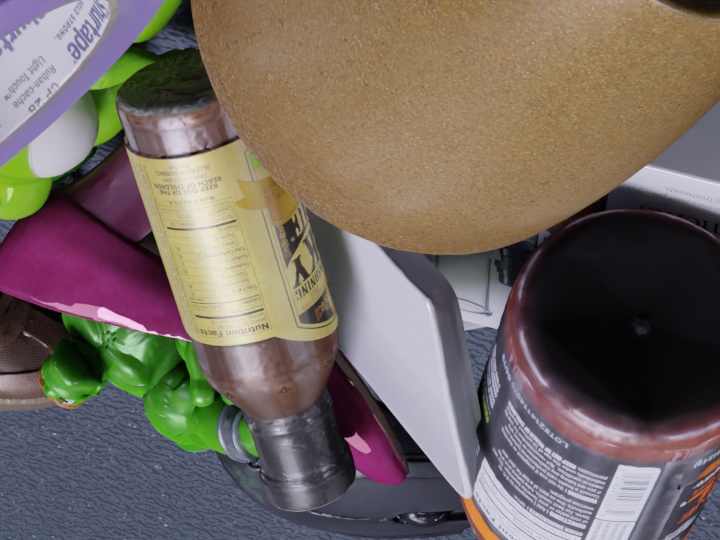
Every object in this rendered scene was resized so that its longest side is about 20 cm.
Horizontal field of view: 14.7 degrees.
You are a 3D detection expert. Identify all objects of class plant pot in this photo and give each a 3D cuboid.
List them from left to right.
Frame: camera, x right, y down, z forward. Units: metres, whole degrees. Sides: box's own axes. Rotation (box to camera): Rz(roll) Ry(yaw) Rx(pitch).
[{"bbox_3d":[0.063,-0.109,0.905,0.186,0.187,0.200,29,164,-16],"label":"plant pot"}]

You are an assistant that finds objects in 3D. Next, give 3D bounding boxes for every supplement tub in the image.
[{"bbox_3d":[0.098,0.065,1.143,0.107,0.107,0.200,17,151,2],"label":"supplement tub"}]

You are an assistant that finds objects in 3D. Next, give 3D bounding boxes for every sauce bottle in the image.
[{"bbox_3d":[-0.045,0.007,1.154,0.064,0.065,0.201,1,123,27],"label":"sauce bottle"}]

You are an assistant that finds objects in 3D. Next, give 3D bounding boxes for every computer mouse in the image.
[{"bbox_3d":[0.009,0.108,1.438,0.199,0.053,0.139,15,149,6],"label":"computer mouse"}]

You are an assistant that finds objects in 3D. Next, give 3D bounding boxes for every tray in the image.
[{"bbox_3d":[0.000,0.000,1.152,0.200,0.022,0.108,49,157,50],"label":"tray"}]

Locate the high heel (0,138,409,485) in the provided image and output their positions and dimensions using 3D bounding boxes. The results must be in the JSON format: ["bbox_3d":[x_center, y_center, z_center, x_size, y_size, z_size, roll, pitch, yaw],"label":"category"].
[{"bbox_3d":[-0.070,0.039,1.235,0.200,0.096,0.067,48,179,1],"label":"high heel"}]

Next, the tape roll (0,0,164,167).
[{"bbox_3d":[-0.165,-0.085,0.989,0.085,0.200,0.200,50,146,5],"label":"tape roll"}]

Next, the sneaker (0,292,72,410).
[{"bbox_3d":[-0.225,0.009,1.394,0.199,0.071,0.076,20,147,-3],"label":"sneaker"}]

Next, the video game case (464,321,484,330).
[{"bbox_3d":[0.047,-0.041,1.222,0.199,0.022,0.182,-11,137,40],"label":"video game case"}]

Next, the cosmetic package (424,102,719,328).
[{"bbox_3d":[0.099,-0.024,1.153,0.199,0.052,0.151,14,151,9],"label":"cosmetic package"}]

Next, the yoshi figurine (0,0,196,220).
[{"bbox_3d":[-0.117,-0.108,1.166,0.112,0.113,0.200,-6,146,-32],"label":"yoshi figurine"}]

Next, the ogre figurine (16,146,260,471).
[{"bbox_3d":[-0.102,0.020,1.318,0.200,0.098,0.120,31,157,-4],"label":"ogre figurine"}]
